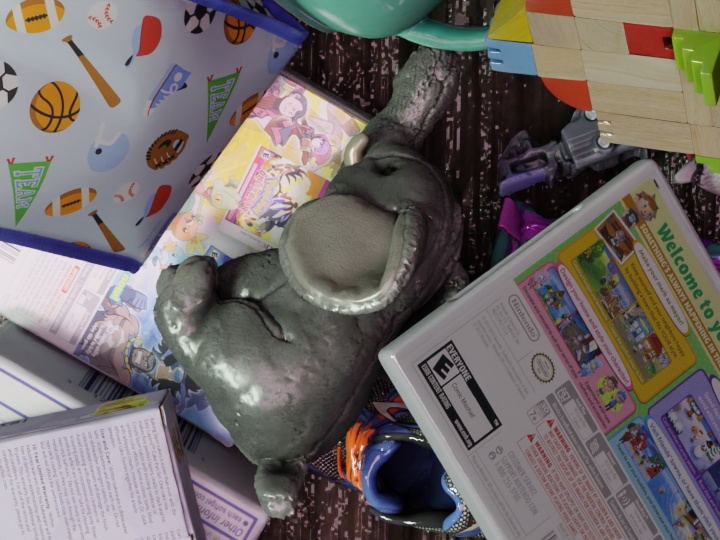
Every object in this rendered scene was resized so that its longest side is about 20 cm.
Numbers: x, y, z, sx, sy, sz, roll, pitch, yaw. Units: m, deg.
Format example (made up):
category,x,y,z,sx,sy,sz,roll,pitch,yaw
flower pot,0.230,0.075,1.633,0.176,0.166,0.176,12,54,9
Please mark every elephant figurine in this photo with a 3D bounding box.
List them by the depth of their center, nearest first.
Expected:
category,x,y,z,sx,sy,sz,roll,pitch,yaw
elephant figurine,0.000,0.000,1.360,0.199,0.142,0.156,-34,94,9

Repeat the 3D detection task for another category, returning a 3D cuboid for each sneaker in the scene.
category,x,y,z,sx,sy,sz,roll,pitch,yaw
sneaker,0.022,0.098,1.407,0.078,0.199,0.076,-11,102,-38

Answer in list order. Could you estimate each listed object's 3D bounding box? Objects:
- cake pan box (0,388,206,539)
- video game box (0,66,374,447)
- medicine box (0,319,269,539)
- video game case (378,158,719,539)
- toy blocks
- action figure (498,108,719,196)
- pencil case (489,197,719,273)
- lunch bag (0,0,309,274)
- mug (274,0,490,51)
category,x,y,z,sx,sy,sz,roll,pitch,yaw
cake pan box,-0.166,0.178,1.380,0.183,0.052,0.201,-13,98,6
video game box,-0.099,-0.034,1.450,0.182,0.047,0.201,31,99,-1
medicine box,-0.171,0.160,1.454,0.182,0.103,0.201,30,99,-3
video game case,0.129,0.075,1.343,0.182,0.022,0.201,-35,103,-19
toy blocks,0.123,-0.128,1.295,0.136,0.200,0.100,9,58,20
action figure,0.152,-0.118,1.394,0.199,0.105,0.194,-27,79,-7
pencil case,0.169,0.013,1.423,0.199,0.085,0.093,7,142,1
lunch bag,-0.154,-0.105,1.308,0.124,0.200,0.170,42,106,28
mug,-0.002,-0.184,1.361,0.114,0.152,0.185,-48,63,13
